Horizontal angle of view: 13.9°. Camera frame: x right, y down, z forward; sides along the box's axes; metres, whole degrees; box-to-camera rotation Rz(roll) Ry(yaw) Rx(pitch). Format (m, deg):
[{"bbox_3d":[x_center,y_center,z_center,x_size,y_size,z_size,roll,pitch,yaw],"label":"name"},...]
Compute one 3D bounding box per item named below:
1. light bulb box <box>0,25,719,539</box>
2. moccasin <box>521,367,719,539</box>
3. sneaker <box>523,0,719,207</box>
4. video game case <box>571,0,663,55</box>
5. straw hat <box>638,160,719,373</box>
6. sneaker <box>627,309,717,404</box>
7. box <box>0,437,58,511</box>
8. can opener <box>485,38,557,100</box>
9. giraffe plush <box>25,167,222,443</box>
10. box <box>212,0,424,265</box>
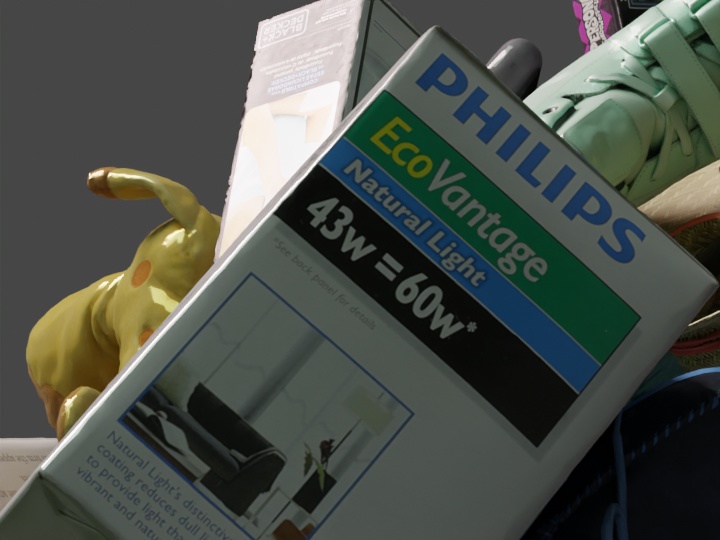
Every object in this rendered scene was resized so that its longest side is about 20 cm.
[{"bbox_3d":[-0.019,0.059,0.950,0.200,0.125,0.198,-49,2,-27],"label":"light bulb box"},{"bbox_3d":[0.069,0.118,0.933,0.200,0.080,0.068,-49,10,0],"label":"moccasin"},{"bbox_3d":[0.121,-0.060,1.114,0.200,0.074,0.118,-34,7,26],"label":"sneaker"},{"bbox_3d":[0.188,-0.134,1.378,0.200,0.182,0.036,-8,-10,-30],"label":"video game case"},{"bbox_3d":[0.159,0.012,1.125,0.201,0.085,0.201,-28,16,9],"label":"straw hat"},{"bbox_3d":[0.083,0.082,1.207,0.200,0.078,0.080,-39,24,7],"label":"sneaker"},{"bbox_3d":[-0.199,0.180,1.276,0.199,0.131,0.200,-39,-15,15],"label":"box"},{"bbox_3d":[0.091,-0.084,1.439,0.067,0.053,0.200,-48,-6,-5],"label":"can opener"},{"bbox_3d":[-0.069,0.067,1.258,0.162,0.172,0.200,-78,2,-46],"label":"giraffe plush"},{"bbox_3d":[0.000,0.000,1.201,0.060,0.117,0.200,-15,49,34],"label":"box"}]
